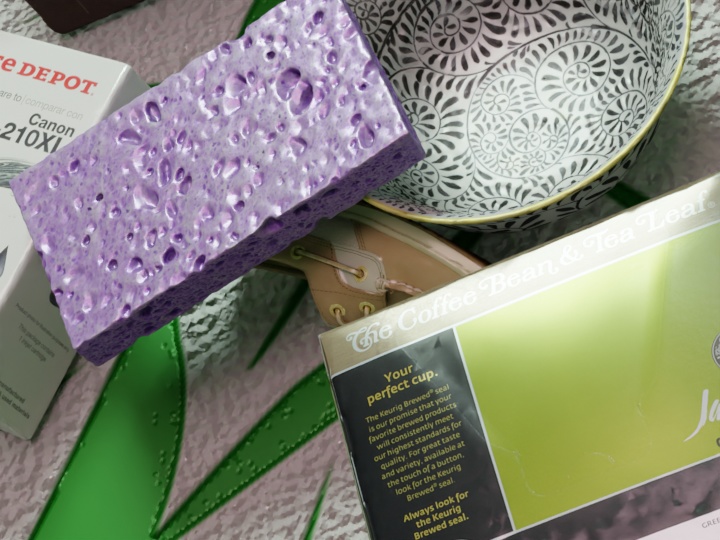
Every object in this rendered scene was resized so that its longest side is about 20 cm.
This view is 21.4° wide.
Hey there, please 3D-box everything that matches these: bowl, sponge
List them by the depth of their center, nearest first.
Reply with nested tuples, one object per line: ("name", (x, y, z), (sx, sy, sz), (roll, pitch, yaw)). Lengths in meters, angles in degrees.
("sponge", (-0.074, -0.049, 0.942), (0.199, 0.030, 0.112), (-32, 58, 11))
("bowl", (0.078, -0.092, 0.969), (0.200, 0.094, 0.202), (-10, 61, 18))

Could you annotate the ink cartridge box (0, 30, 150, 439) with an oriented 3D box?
("ink cartridge box", (-0.208, -0.028, 1.061), (0.144, 0.084, 0.201), (17, 71, 28))

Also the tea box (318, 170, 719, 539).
("tea box", (0.112, 0.097, 0.831), (0.199, 0.134, 0.198), (-21, 58, 11))

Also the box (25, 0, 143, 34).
("box", (-0.137, -0.276, 1.115), (0.199, 0.166, 0.165), (-20, 57, 13))

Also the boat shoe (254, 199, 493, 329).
("boat shoe", (0.000, 0.000, 0.974), (0.199, 0.074, 0.067), (24, 88, 32))
